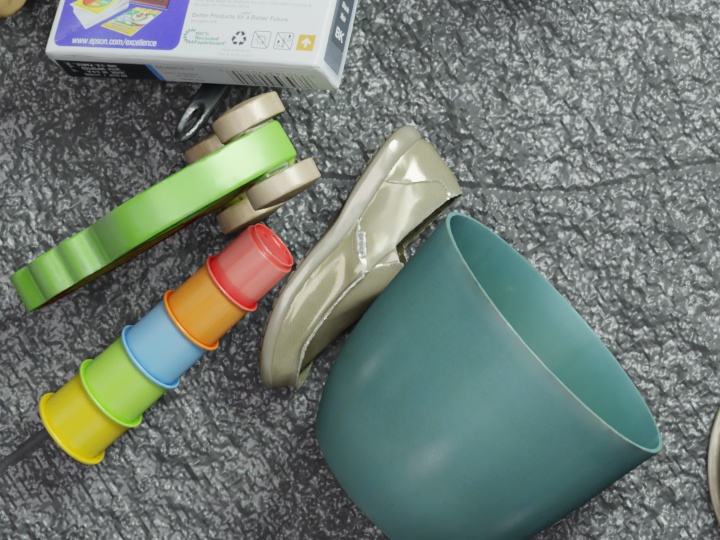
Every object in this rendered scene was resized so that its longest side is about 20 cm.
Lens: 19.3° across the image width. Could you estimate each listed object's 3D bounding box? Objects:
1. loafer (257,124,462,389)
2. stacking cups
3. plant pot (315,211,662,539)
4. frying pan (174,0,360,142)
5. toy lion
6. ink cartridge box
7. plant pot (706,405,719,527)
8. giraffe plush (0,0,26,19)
[{"bbox_3d":[0.000,0.000,1.420,0.068,0.076,0.201,32,93,8],"label":"loafer"},{"bbox_3d":[-0.124,0.050,1.417,0.200,0.060,0.061,-39,89,17],"label":"stacking cups"},{"bbox_3d":[0.068,0.090,1.365,0.161,0.201,0.201,-42,89,14],"label":"plant pot"},{"bbox_3d":[-0.053,-0.155,1.397,0.114,0.031,0.191,-3,55,12],"label":"frying pan"},{"bbox_3d":[-0.136,-0.033,1.374,0.191,0.200,0.069,-29,91,-15],"label":"toy lion"},{"bbox_3d":[-0.089,-0.218,1.379,0.197,0.043,0.201,5,71,22],"label":"ink cartridge box"},{"bbox_3d":[0.329,0.135,1.347,0.199,0.183,0.202,0,91,4],"label":"plant pot"},{"bbox_3d":[-0.281,-0.282,1.405,0.161,0.172,0.201,23,104,24],"label":"giraffe plush"}]
